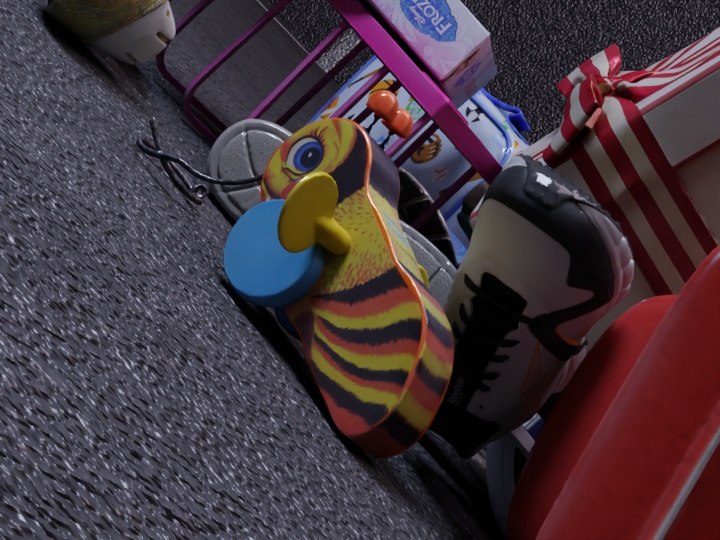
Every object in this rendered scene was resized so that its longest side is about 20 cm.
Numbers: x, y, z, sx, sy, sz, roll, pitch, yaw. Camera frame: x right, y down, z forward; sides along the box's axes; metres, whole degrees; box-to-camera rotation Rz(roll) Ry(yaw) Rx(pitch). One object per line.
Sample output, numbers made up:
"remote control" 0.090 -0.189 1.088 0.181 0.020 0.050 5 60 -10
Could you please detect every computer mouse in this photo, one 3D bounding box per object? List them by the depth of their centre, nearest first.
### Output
"computer mouse" 0.119 0.159 0.951 0.201 0.044 0.110 51 2 -1

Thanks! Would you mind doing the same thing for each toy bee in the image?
"toy bee" -0.012 -0.024 0.818 0.200 0.109 0.131 50 6 11

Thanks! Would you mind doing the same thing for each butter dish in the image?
"butter dish" 0.148 0.099 0.858 0.199 0.201 0.148 35 -5 -29

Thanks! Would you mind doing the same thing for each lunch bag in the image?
"lunch bag" 0.043 -0.071 1.328 0.076 0.160 0.200 42 7 -43

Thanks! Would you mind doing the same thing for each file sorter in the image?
"file sorter" -0.015 -0.084 1.119 0.200 0.125 0.139 52 6 37

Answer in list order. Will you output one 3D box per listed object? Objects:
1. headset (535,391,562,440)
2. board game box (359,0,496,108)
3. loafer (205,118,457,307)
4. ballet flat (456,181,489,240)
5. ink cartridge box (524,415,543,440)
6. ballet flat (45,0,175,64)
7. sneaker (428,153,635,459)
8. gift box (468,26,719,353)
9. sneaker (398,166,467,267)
"headset" 0.104 0.088 1.048 0.124 0.094 0.200 55 4 -10
"board game box" 0.003 -0.193 1.144 0.200 0.041 0.200 49 4 4
"loafer" 0.000 0.000 0.985 0.200 0.072 0.063 46 -2 4
"ballet flat" 0.134 0.027 1.162 0.201 0.069 0.069 59 3 -9
"ink cartridge box" 0.108 0.085 1.406 0.200 0.043 0.196 50 6 37
"ballet flat" -0.127 -0.145 1.008 0.071 0.071 0.200 47 5 -13
"sneaker" 0.070 0.025 0.848 0.074 0.080 0.201 38 -25 20
"gift box" 0.181 -0.036 0.986 0.188 0.199 0.185 56 13 -5
"sneaker" 0.048 0.016 1.219 0.201 0.078 0.089 57 9 4
